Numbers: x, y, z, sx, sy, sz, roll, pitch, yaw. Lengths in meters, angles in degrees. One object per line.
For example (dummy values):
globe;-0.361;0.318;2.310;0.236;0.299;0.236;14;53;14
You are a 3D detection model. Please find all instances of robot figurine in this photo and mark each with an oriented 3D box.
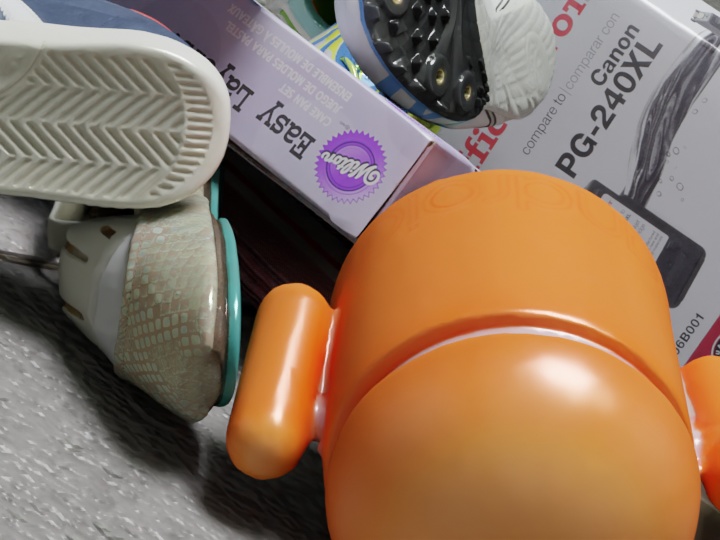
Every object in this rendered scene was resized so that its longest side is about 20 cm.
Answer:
robot figurine;0.043;0.045;0.817;0.144;0.117;0.200;40;22;-20

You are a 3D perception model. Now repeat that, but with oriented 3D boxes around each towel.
towel;0.000;0.000;1.047;0.200;0.023;0.144;16;21;-48

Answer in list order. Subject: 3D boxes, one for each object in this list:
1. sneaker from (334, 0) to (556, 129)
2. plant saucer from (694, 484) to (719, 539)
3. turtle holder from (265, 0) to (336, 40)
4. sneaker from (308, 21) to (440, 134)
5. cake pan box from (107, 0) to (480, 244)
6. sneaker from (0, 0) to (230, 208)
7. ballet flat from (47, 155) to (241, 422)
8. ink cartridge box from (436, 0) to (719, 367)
sneaker;0.023;-0.092;1.048;0.072;0.072;0.200;2;-2;18
plant saucer;0.115;0.097;0.963;0.200;0.029;0.200;29;18;-10
turtle holder;0.031;-0.163;1.303;0.132;0.141;0.186;12;-21;-15
sneaker;0.004;-0.099;1.182;0.076;0.105;0.200;35;17;10
cake pan box;-0.026;-0.062;0.991;0.200;0.052;0.184;38;5;22
sneaker;-0.142;-0.063;0.845;0.200;0.075;0.085;13;12;-7
ballet flat;-0.074;-0.001;0.873;0.062;0.068;0.200;4;17;-6
ink cartridge box;0.138;-0.042;1.193;0.200;0.145;0.083;34;19;5
